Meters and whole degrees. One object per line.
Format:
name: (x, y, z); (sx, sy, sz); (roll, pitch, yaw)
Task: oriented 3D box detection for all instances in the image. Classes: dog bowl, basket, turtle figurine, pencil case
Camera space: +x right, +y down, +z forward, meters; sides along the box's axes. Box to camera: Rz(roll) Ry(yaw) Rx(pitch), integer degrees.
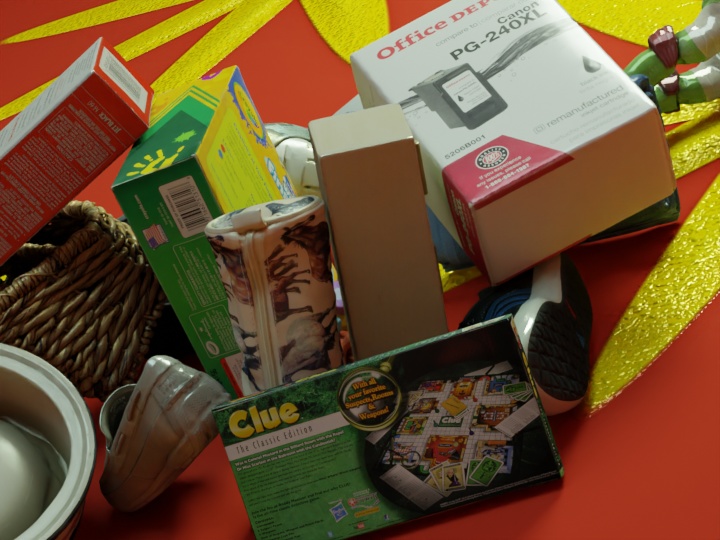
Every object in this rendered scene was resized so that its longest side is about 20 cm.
dog bowl: (-0.275, 0.146, 1.653); (0.200, 0.074, 0.200); (0, 50, 0)
basket: (-0.250, 0.007, 1.856); (0.200, 0.149, 0.143); (5, 73, 63)
turtle figurine: (0.180, -0.155, 1.870); (0.194, 0.144, 0.200); (-24, 25, -4)
pencil case: (-0.048, 0.048, 1.566); (0.078, 0.200, 0.089); (-7, 15, 8)

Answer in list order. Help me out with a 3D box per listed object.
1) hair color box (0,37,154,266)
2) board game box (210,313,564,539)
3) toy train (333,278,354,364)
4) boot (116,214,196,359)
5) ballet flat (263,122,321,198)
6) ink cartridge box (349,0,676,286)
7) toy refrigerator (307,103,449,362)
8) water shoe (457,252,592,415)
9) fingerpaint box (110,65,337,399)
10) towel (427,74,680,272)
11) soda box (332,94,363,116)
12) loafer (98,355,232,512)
hair color box: (-0.242, -0.072, 1.785); (0.200, 0.064, 0.111); (-40, 16, 11)
board game box: (0.016, 0.104, 1.504); (0.200, 0.105, 0.023); (-17, 6, 16)
toy train: (0.000, 0.000, 1.709); (0.055, 0.200, 0.150); (4, 4, 9)
boot: (-0.156, 0.014, 1.955); (0.165, 0.066, 0.200); (-19, 27, 18)
ballet flat: (-0.028, -0.072, 1.898); (0.200, 0.069, 0.071); (9, 7, -44)
ink cartridge box: (0.100, -0.103, 1.669); (0.145, 0.083, 0.200); (-28, 44, -8)
toy refrigerator: (0.020, 0.000, 1.599); (0.070, 0.200, 0.076); (-12, 21, -2)
water shoe: (0.103, 0.052, 1.590); (0.079, 0.072, 0.200); (-24, 11, 18)
fingerpaint box: (-0.093, -0.021, 1.774); (0.073, 0.200, 0.167); (-19, 23, 17)
towel: (0.131, -0.070, 1.771); (0.200, 0.112, 0.049); (-12, -2, 32)
soda box: (0.023, -0.115, 2.048); (0.068, 0.064, 0.200); (0, 33, 46)
loafer: (-0.139, 0.106, 1.622); (0.070, 0.070, 0.200); (-45, -1, -32)
